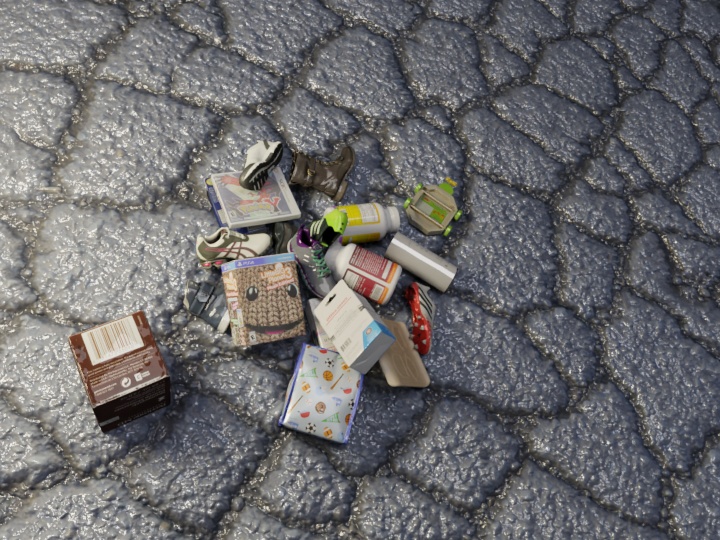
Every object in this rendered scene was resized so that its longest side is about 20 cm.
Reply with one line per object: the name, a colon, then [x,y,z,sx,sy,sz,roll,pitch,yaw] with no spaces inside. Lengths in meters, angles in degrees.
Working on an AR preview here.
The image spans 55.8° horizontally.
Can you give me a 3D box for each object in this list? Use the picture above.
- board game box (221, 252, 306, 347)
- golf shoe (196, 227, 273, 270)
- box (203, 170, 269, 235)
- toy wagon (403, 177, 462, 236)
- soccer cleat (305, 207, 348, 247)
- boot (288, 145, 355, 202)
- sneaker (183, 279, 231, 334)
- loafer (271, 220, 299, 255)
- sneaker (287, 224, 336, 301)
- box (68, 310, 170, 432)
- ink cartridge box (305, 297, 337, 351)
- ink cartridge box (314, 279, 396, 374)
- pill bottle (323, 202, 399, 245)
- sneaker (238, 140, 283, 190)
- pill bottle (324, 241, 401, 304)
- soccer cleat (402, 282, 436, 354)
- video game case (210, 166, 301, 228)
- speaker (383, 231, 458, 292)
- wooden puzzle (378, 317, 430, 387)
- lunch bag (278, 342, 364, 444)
board game box: [-0.232,0.070,1.635,0.158,0.096,0.203,-10,89,-31]
golf shoe: [-0.319,-0.067,1.728,0.197,0.089,0.077,-17,34,-18]
box: [-0.337,-0.173,1.831,0.120,0.033,0.202,-16,67,-22]
toy wagon: [0.222,-0.192,1.989,0.154,0.040,0.201,35,59,4]
soccer cleat: [-0.100,-0.091,1.756,0.067,0.199,0.082,25,57,-24]
boot: [-0.111,-0.299,1.918,0.172,0.069,0.202,23,60,-18]
sneaker: [-0.352,0.036,1.688,0.145,0.077,0.204,27,60,-2]
loafer: [-0.195,-0.043,1.778,0.071,0.073,0.203,7,62,-15]
sneaker: [-0.114,-0.018,1.704,0.074,0.088,0.201,-24,68,-39]
box: [-0.516,0.221,1.473,0.164,0.201,0.166,-21,70,-24]
ink cartridge box: [-0.056,0.165,1.704,0.115,0.068,0.202,-10,66,-20]
ink cartridge box: [-0.017,0.129,1.601,0.116,0.068,0.200,-47,47,10]
pill bottle: [0.004,-0.129,1.858,0.197,0.105,0.106,-7,64,-19]
sneaker: [-0.282,-0.285,1.836,0.079,0.074,0.201,15,43,14]
pill bottle: [0.000,0.000,1.782,0.198,0.113,0.114,26,59,-1]
soccer cleat: [0.168,0.124,1.788,0.084,0.069,0.203,7,58,-33]
video game case: [-0.279,-0.198,1.815,0.197,0.023,0.184,-11,56,-25]
speaker: [0.164,-0.025,1.859,0.198,0.081,0.082,31,59,2]
wooden puzzle: [0.083,0.209,1.690,0.199,0.046,0.187,15,47,-59]
lunch bag: [-0.087,0.287,1.593,0.168,0.124,0.203,17,74,-7]
